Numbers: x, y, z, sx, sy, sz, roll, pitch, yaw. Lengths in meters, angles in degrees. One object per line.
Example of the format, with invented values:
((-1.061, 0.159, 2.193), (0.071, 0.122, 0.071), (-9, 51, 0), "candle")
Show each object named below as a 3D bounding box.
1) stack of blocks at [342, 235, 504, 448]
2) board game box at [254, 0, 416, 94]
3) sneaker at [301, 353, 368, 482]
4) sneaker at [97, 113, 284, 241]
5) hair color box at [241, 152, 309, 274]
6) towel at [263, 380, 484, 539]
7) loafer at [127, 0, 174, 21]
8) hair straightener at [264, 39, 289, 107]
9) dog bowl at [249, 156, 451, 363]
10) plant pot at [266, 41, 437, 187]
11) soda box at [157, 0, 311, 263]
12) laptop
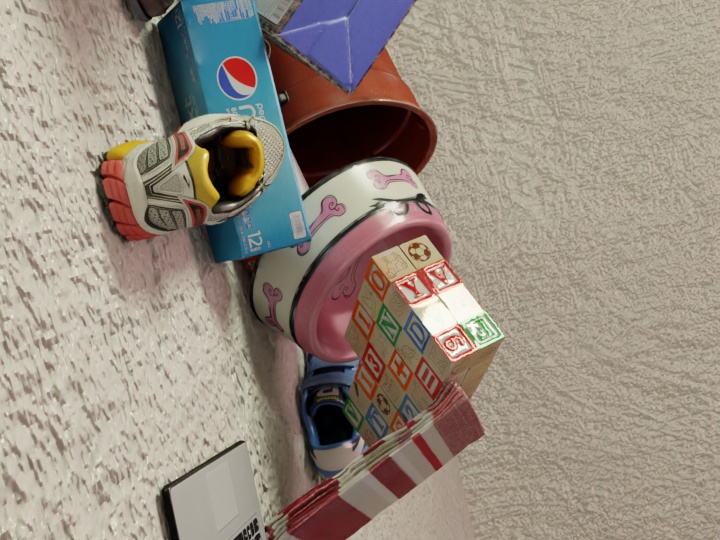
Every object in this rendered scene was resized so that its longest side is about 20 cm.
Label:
((0.041, 0.082, 0.897), (0.116, 0.058, 0.201), (52, -33, 26), "stack of blocks")
((-0.042, -0.271, 0.884), (0.096, 0.160, 0.200), (31, 8, -43), "board game box")
((-0.024, 0.128, 1.068), (0.083, 0.073, 0.202), (64, 14, -51), "sneaker")
((-0.092, -0.066, 0.700), (0.200, 0.081, 0.079), (-45, 124, -65), "sneaker")
((-0.073, -0.032, 1.002), (0.200, 0.063, 0.112), (63, 17, -58), "hair color box")
((0.015, 0.174, 0.858), (0.023, 0.199, 0.144), (52, -3, 25), "towel")
((-0.152, -0.275, 0.808), (0.072, 0.062, 0.202), (69, 11, -47), "loafer")
((-0.107, -0.162, 0.950), (0.041, 0.076, 0.202), (120, -33, -41), "hair straightener")
((0.000, 0.000, 0.938), (0.074, 0.200, 0.201), (45, -11, 30), "dog bowl")
((-0.042, -0.192, 1.079), (0.201, 0.199, 0.197), (62, 10, -64), "plant pot")
((-0.102, -0.112, 0.820), (0.068, 0.064, 0.203), (-5, -82, 62), "soda box")
((-0.032, 0.215, 0.684), (0.187, 0.114, 0.203), (8, 70, -83), "laptop")
